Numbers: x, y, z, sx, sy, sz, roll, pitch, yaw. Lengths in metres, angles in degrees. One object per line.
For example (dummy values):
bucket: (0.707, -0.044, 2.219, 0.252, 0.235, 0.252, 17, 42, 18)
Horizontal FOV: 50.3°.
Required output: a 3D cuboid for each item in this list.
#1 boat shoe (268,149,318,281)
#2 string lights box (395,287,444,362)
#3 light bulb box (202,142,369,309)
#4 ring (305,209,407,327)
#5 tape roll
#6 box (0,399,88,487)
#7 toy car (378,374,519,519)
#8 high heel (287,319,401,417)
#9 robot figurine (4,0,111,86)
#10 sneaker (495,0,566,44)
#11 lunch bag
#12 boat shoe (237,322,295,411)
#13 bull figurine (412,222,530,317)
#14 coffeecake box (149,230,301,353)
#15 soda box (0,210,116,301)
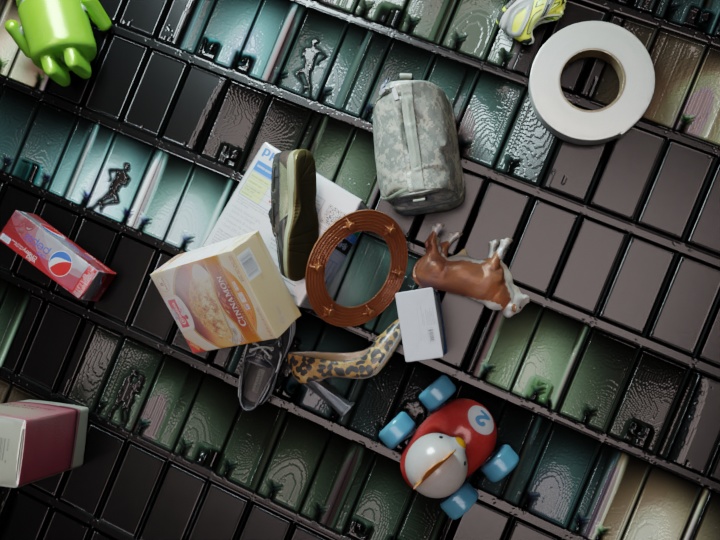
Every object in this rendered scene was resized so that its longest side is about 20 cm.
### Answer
boat shoe: (-0.109, -0.087, 1.188, 0.066, 0.072, 0.202, 9, 101, 36)
string lights box: (0.100, 0.086, 1.199, 0.059, 0.200, 0.103, -9, 84, 7)
light bulb box: (-0.117, -0.070, 1.282, 0.198, 0.125, 0.201, 31, 90, 10)
ring: (0.000, 0.000, 1.240, 0.019, 0.200, 0.201, 31, 91, 51)
tape roll: (0.380, -0.308, 1.265, 0.202, 0.037, 0.204, -1, 85, 9)
box: (-0.568, 0.285, 1.289, 0.127, 0.200, 0.110, 5, 87, 9)
toy car: (0.133, 0.283, 1.181, 0.177, 0.200, 0.184, -43, 82, 4)
high heel: (-0.025, 0.127, 1.282, 0.142, 0.071, 0.200, 39, 98, 8)
robot figurine: (-0.546, -0.440, 1.378, 0.175, 0.116, 0.201, -19, 83, 6)
sneaker: (0.320, -0.461, 1.273, 0.200, 0.075, 0.076, -43, 88, 14)
lunch bag: (0.091, -0.199, 1.236, 0.139, 0.168, 0.201, -7, 85, 8)
boat shoe: (-0.163, 0.139, 1.282, 0.071, 0.068, 0.201, 20, 102, 5)
bull figurine: (0.188, 0.000, 1.261, 0.199, 0.065, 0.122, 14, 85, 7)
coffeecake box: (-0.216, 0.038, 1.216, 0.199, 0.073, 0.154, -13, 110, 38)
soda box: (-0.542, -0.025, 1.372, 0.200, 0.070, 0.064, 35, 91, 10)
